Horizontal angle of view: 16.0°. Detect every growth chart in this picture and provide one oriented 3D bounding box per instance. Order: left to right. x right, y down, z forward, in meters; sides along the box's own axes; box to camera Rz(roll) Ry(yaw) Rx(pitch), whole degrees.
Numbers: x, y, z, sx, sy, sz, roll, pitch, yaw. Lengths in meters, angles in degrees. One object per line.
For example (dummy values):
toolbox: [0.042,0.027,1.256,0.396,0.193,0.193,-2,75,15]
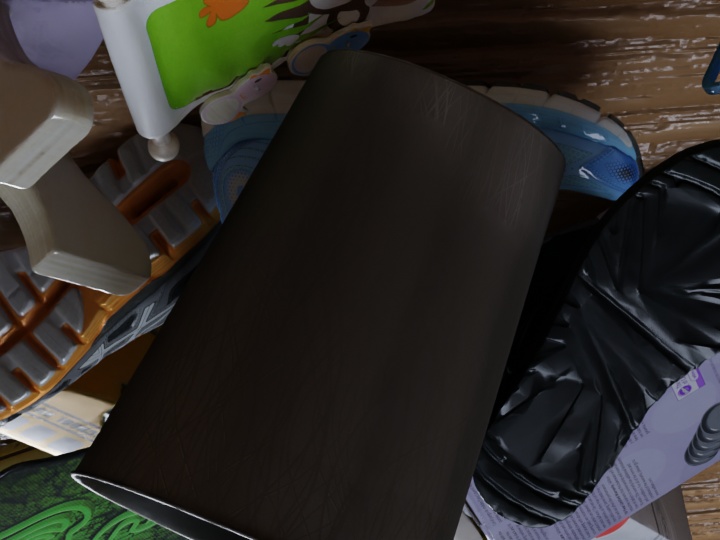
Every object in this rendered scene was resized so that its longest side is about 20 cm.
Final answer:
growth chart: [-0.017,-0.124,1.033,0.200,0.018,0.145,-31,150,0]

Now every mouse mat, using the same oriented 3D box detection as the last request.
mouse mat: [-0.139,0.134,1.287,0.200,0.008,0.161,-8,143,-48]

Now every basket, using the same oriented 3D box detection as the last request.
basket: [-0.007,0.023,1.045,0.180,0.200,0.136,11,163,48]

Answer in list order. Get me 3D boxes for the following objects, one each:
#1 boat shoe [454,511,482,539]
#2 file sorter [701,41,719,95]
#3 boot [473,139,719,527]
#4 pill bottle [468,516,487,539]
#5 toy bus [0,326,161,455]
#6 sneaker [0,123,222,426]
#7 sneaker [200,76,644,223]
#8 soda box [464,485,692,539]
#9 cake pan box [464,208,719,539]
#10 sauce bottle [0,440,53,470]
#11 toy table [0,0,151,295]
boat shoe: [-0.005,0.147,1.393,0.093,0.075,0.200,-43,-170,-12]
file sorter: [0.254,-0.051,1.074,0.139,0.123,0.200,-29,107,33]
boot: [0.106,0.014,1.107,0.073,0.162,0.198,34,102,-7]
pill bottle: [0.083,0.217,1.516,0.200,0.113,0.112,32,142,-2]
toy bus: [-0.113,0.071,1.350,0.078,0.065,0.200,-27,145,29]
sneaker: [-0.132,0.016,1.204,0.200,0.078,0.077,-35,157,4]
sneaker: [0.028,-0.037,1.154,0.199,0.090,0.078,0,176,-5]
soda box: [0.114,0.118,1.480,0.063,0.068,0.200,-25,145,27]
cake pan box: [0.120,0.057,1.318,0.184,0.052,0.200,-34,141,0]
sauce bottle: [-0.212,0.135,1.444,0.200,0.066,0.066,-19,148,23]
toy table: [-0.173,-0.060,1.064,0.183,0.117,0.200,9,145,-26]
